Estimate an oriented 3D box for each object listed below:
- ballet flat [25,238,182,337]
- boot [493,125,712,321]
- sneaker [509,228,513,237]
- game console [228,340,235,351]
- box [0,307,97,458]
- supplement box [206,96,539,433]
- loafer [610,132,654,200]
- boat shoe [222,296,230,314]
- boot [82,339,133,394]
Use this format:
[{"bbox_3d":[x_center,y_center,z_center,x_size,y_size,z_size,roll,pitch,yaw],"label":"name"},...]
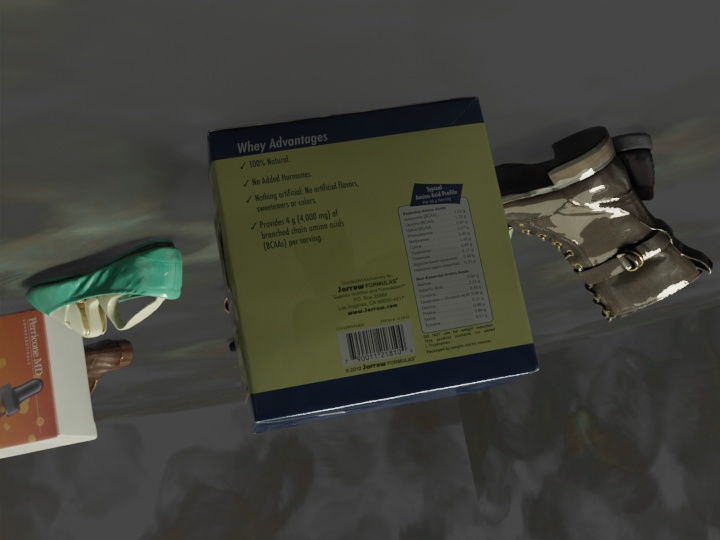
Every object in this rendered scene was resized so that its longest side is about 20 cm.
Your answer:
[{"bbox_3d":[-0.254,0.028,0.953,0.199,0.071,0.067,-17,168,30],"label":"ballet flat"},{"bbox_3d":[0.187,-0.021,0.869,0.199,0.174,0.069,-21,-154,38],"label":"boot"},{"bbox_3d":[0.137,-0.021,1.073,0.074,0.080,0.200,-9,168,2],"label":"sneaker"},{"bbox_3d":[-0.090,0.151,1.621,0.199,0.117,0.176,-1,165,-38],"label":"game console"},{"bbox_3d":[-0.429,0.139,1.134,0.199,0.153,0.106,-13,168,6],"label":"box"},{"bbox_3d":[0.000,0.000,0.716,0.199,0.201,0.134,-9,169,-10],"label":"supplement box"},{"bbox_3d":[0.210,-0.069,0.933,0.072,0.063,0.200,-8,169,-22],"label":"loafer"},{"bbox_3d":[-0.076,0.034,1.158,0.199,0.073,0.072,-17,166,29],"label":"boat shoe"},{"bbox_3d":[-0.448,0.143,1.363,0.186,0.064,0.200,-34,161,32],"label":"boot"}]
